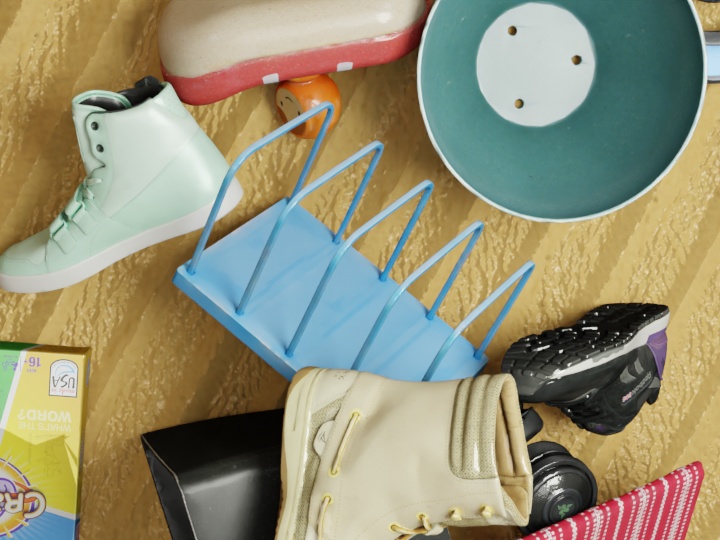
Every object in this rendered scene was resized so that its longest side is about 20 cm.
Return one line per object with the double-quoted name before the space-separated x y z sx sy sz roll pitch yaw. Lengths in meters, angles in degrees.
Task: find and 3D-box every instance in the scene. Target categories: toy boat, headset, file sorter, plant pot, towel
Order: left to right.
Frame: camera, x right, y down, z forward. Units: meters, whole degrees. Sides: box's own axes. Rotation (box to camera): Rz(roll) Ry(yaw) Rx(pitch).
"toy boat" -0.046 -0.156 1.044 0.197 0.131 0.132 -10 125 -3
"plant pot" -0.037 0.197 1.036 0.175 0.199 0.202 -18 96 -14
"file sorter" 0.000 0.000 0.988 0.199 0.139 0.123 39 131 13
"headset" 0.105 0.144 1.037 0.094 0.201 0.124 -36 55 -5
"plant pot" 0.135 -0.145 1.033 0.197 0.135 0.203 0 101 -2
"towel" 0.160 0.221 1.039 0.198 0.022 0.146 -17 132 -29

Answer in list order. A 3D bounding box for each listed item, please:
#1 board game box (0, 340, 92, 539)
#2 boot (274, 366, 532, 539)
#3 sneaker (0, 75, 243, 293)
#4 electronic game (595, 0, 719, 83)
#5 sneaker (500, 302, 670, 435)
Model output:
"board game box" -0.285 0.155 1.080 0.151 0.040 0.203 3 95 -5
"boot" 0.028 0.162 0.888 0.154 0.073 0.203 -1 83 24
"sneaker" -0.195 -0.065 1.026 0.198 0.074 0.119 -23 113 15
"electronic game" 0.268 -0.242 1.076 0.197 0.042 0.203 -1 102 -5
"sneaker" 0.173 0.084 1.044 0.075 0.199 0.089 4 102 38
